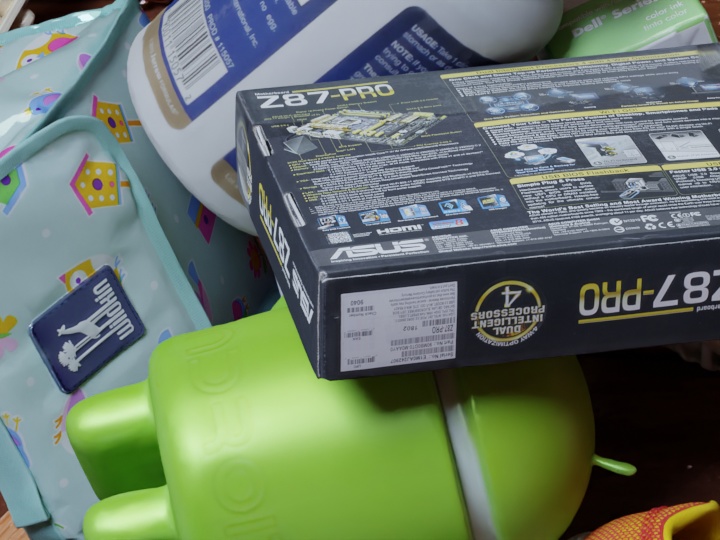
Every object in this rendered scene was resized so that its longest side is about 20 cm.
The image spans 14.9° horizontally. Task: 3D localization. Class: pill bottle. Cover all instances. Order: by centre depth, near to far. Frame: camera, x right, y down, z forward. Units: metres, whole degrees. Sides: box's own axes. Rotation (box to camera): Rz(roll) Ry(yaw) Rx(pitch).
[{"bbox_3d":[0.010,-0.109,1.107,0.200,0.111,0.111,-37,33,27],"label":"pill bottle"}]

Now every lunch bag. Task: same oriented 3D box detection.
[{"bbox_3d":[-0.125,0.004,1.147,0.122,0.170,0.200,-16,25,21],"label":"lunch bag"}]

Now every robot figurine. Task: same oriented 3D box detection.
[{"bbox_3d":[-0.004,0.067,1.022,0.200,0.116,0.176,-14,59,0],"label":"robot figurine"}]

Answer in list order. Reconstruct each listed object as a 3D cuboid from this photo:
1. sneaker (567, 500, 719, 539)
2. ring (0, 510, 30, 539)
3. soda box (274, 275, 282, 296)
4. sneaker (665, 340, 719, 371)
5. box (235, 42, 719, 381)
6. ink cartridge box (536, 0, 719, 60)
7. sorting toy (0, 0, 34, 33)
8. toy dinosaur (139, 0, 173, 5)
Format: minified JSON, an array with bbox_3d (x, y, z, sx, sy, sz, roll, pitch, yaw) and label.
[{"bbox_3d":[0.113,0.152,0.951,0.077,0.073,0.200,-21,39,15],"label":"sneaker"},{"bbox_3d":[-0.088,0.141,1.129,0.200,0.019,0.201,-16,41,14],"label":"ring"},{"bbox_3d":[0.000,0.000,1.187,0.064,0.068,0.200,-25,39,5],"label":"soda box"},{"bbox_3d":[0.161,0.013,1.078,0.200,0.076,0.081,-2,56,32],"label":"sneaker"},{"bbox_3d":[0.064,-0.026,1.006,0.200,0.049,0.161,-7,30,-12],"label":"box"},{"bbox_3d":[0.108,-0.110,1.202,0.067,0.117,0.200,-25,40,4],"label":"ink cartridge box"},{"bbox_3d":[-0.254,-0.161,1.413,0.107,0.180,0.200,-31,27,46],"label":"sorting toy"},{"bbox_3d":[-0.061,-0.208,1.409,0.181,0.105,0.200,-8,60,37],"label":"toy dinosaur"}]
